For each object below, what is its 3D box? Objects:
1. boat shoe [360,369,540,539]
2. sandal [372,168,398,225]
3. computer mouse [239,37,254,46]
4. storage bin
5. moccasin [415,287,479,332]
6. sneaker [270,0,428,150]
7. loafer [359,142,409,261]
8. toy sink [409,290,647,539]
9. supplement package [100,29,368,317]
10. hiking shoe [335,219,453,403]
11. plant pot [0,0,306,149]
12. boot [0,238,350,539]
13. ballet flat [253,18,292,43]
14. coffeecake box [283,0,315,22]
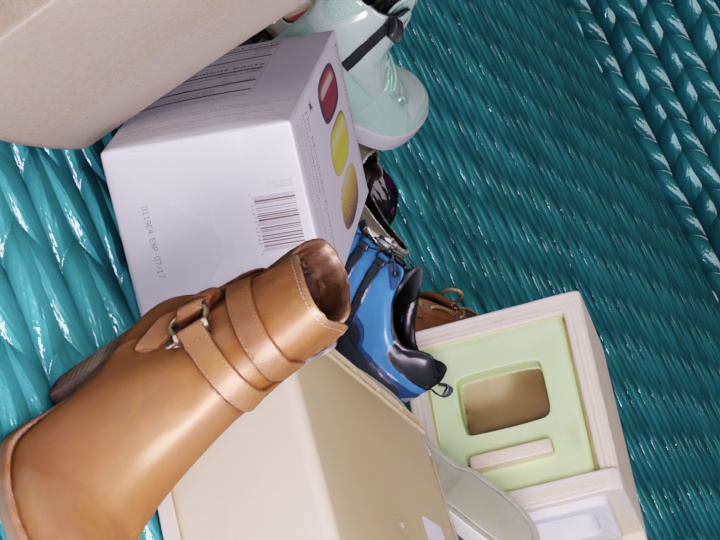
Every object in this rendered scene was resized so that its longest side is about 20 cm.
[{"bbox_3d":[0.017,0.129,1.224,0.199,0.066,0.074,36,31,8],"label":"boat shoe"},{"bbox_3d":[-0.009,-0.082,1.540,0.075,0.048,0.201,33,31,-59],"label":"sandal"},{"bbox_3d":[-0.093,-0.137,1.367,0.138,0.053,0.201,22,42,-64],"label":"computer mouse"},{"bbox_3d":[-0.014,0.153,1.050,0.198,0.093,0.201,43,24,-50],"label":"storage bin"},{"bbox_3d":[0.049,0.045,1.474,0.201,0.073,0.078,8,64,-59],"label":"moccasin"},{"bbox_3d":[0.019,-0.152,1.391,0.074,0.118,0.200,54,24,20],"label":"sneaker"},{"bbox_3d":[-0.017,-0.079,1.450,0.201,0.069,0.075,69,17,8],"label":"loafer"},{"bbox_3d":[0.112,0.134,1.320,0.112,0.129,0.201,57,22,-61],"label":"toy sink"},{"bbox_3d":[-0.067,-0.057,1.158,0.200,0.109,0.115,-74,154,-67],"label":"supplement package"},{"bbox_3d":[0.000,0.000,1.321,0.074,0.086,0.201,14,58,-70],"label":"hiking shoe"},{"bbox_3d":[-0.165,-0.181,0.996,0.201,0.199,0.177,61,25,2],"label":"plant pot"},{"bbox_3d":[-0.075,0.065,0.895,0.077,0.155,0.200,57,17,-15],"label":"boot"},{"bbox_3d":[-0.085,-0.207,1.466,0.200,0.073,0.073,45,22,-50],"label":"ballet flat"},{"bbox_3d":[-0.049,-0.284,1.341,0.153,0.201,0.073,18,23,-36],"label":"coffeecake box"}]
